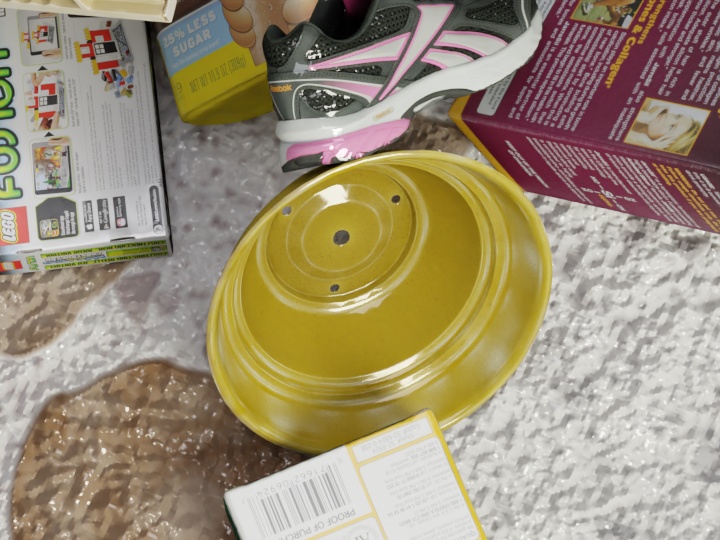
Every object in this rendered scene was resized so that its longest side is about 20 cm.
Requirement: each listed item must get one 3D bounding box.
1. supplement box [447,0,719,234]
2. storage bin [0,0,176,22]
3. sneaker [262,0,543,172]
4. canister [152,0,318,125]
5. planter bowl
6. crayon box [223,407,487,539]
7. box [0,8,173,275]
[{"bbox_3d":[0.165,-0.094,1.643,0.200,0.086,0.111,15,70,41],"label":"supplement box"},{"bbox_3d":[-0.184,-0.252,1.606,0.198,0.094,0.201,7,73,23],"label":"storage bin"},{"bbox_3d":[0.023,-0.130,1.597,0.200,0.080,0.087,-36,113,-45],"label":"sneaker"},{"bbox_3d":[-0.069,-0.199,1.691,0.148,0.086,0.201,-24,79,39],"label":"canister"},{"bbox_3d":[0.000,0.000,1.641,0.200,0.201,0.084,-21,37,-6],"label":"planter bowl"},{"bbox_3d":[0.019,0.193,1.613,0.125,0.052,0.200,-22,77,-6],"label":"crayon box"},{"bbox_3d":[-0.174,-0.102,1.723,0.110,0.035,0.201,-6,72,-1],"label":"box"}]
